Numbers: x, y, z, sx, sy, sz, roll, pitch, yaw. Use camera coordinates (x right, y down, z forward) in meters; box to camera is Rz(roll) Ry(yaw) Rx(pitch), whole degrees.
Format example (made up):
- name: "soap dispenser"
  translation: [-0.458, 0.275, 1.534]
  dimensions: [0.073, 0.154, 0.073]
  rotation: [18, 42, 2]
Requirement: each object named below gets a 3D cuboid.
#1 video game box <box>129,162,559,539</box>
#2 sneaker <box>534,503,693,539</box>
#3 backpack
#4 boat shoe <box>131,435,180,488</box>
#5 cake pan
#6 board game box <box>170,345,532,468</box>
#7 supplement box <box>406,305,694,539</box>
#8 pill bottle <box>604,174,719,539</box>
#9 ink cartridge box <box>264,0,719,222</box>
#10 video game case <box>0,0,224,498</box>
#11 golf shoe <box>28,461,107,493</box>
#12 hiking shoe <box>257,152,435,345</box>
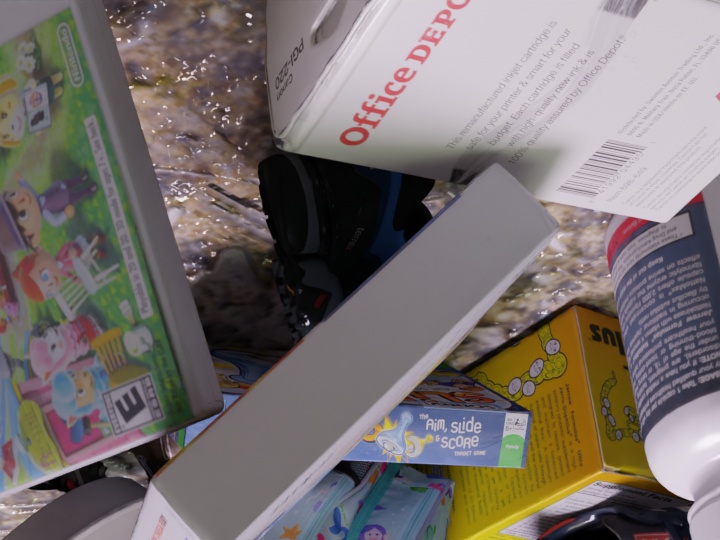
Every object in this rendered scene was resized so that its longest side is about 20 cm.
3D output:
- name: "video game box"
  translation: [-0.014, 0.058, 0.686]
  dimensions: [0.200, 0.047, 0.182]
  rotation: [-42, 171, -22]
- name: "sneaker"
  translation: [0.186, 0.167, 0.903]
  dimensions: [0.198, 0.076, 0.084]
  rotation: [-17, 153, 17]
- name: "backpack"
  translation: [-0.034, 0.190, 0.923]
  dimensions: [0.149, 0.180, 0.200]
  rotation: [17, -161, 21]
- name: "boat shoe"
  translation: [-0.104, 0.134, 1.031]
  dimensions: [0.071, 0.073, 0.201]
  rotation: [2, 148, 10]
- name: "cake pan"
  translation: [-0.188, 0.203, 0.950]
  dimensions: [0.200, 0.037, 0.201]
  rotation: [-41, 158, -20]
- name: "board game box"
  translation: [-0.019, 0.077, 0.895]
  dimensions: [0.198, 0.035, 0.135]
  rotation: [5, -173, -21]
- name: "supplement box"
  translation: [0.115, 0.123, 0.999]
  dimensions: [0.108, 0.111, 0.200]
  rotation: [16, 143, -35]
- name: "pill bottle"
  translation: [0.201, 0.056, 0.812]
  dimensions: [0.118, 0.202, 0.120]
  rotation: [-4, 150, -2]
- name: "ink cartridge box"
  translation: [0.076, -0.103, 0.638]
  dimensions: [0.198, 0.086, 0.146]
  rotation: [8, 147, -25]
- name: "video game case"
  translation: [-0.161, -0.009, 0.651]
  dimensions: [0.181, 0.202, 0.022]
  rotation: [-22, 172, 26]
- name: "golf shoe"
  translation: [-0.198, 0.083, 0.913]
  dimensions: [0.087, 0.078, 0.201]
  rotation: [2, 149, -3]
- name: "hiking shoe"
  translation: [0.000, 0.000, 0.810]
  dimensions: [0.086, 0.075, 0.200]
  rotation: [-16, 157, -7]
